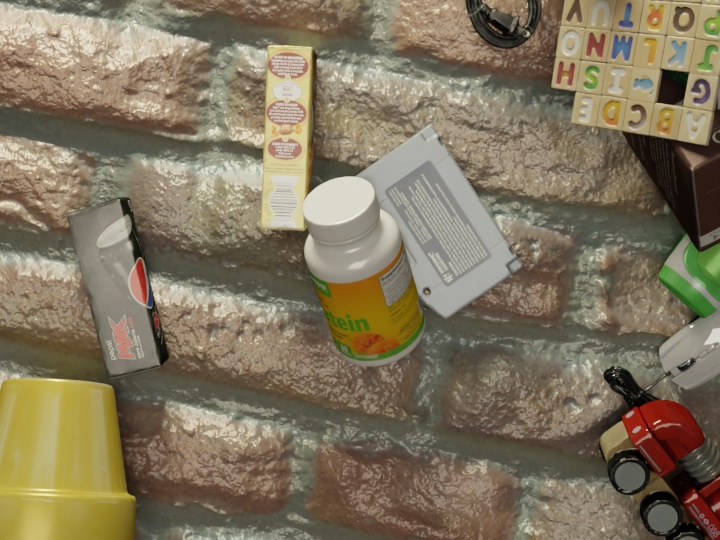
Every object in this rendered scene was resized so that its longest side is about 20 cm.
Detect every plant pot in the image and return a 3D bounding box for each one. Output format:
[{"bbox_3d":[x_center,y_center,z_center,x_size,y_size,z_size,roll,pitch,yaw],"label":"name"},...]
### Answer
[{"bbox_3d":[-0.354,0.225,1.417,0.198,0.201,0.192,1,79,0],"label":"plant pot"}]

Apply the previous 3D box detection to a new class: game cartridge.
[{"bbox_3d":[0.084,-0.052,1.456,0.132,0.042,0.201,-33,94,8],"label":"game cartridge"}]

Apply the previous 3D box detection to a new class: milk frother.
[{"bbox_3d":[0.208,-0.347,1.346,0.178,0.188,0.203,13,92,8],"label":"milk frother"}]

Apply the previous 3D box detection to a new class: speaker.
[{"bbox_3d":[0.437,-0.043,1.428,0.088,0.088,0.200,41,94,-3],"label":"speaker"}]

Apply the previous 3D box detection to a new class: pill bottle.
[{"bbox_3d":[0.000,0.000,1.380,0.110,0.112,0.201,-17,128,2],"label":"pill bottle"}]

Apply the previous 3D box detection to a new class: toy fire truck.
[{"bbox_3d":[0.398,0.220,1.412,0.199,0.129,0.177,-38,100,11],"label":"toy fire truck"}]

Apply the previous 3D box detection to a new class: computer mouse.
[{"bbox_3d":[0.394,0.099,1.462,0.200,0.044,0.110,-42,93,4],"label":"computer mouse"}]

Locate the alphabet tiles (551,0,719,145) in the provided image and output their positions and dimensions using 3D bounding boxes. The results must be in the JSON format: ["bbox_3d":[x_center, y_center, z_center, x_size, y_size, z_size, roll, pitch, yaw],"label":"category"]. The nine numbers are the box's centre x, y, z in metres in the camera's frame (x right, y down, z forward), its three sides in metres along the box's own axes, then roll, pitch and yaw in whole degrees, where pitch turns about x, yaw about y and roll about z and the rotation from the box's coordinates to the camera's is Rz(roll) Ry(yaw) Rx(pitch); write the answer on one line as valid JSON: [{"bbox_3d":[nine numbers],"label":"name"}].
[{"bbox_3d":[0.283,-0.226,1.266,0.199,0.007,0.169,17,103,43],"label":"alphabet tiles"}]

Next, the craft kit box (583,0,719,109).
[{"bbox_3d":[0.369,-0.291,1.291,0.197,0.049,0.200,-41,56,-4],"label":"craft kit box"}]

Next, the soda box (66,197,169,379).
[{"bbox_3d":[-0.283,0.020,1.451,0.070,0.063,0.203,-13,96,2],"label":"soda box"}]

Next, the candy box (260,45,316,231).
[{"bbox_3d":[-0.081,-0.149,1.407,0.055,0.115,0.203,3,96,-1],"label":"candy box"}]

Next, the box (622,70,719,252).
[{"bbox_3d":[0.387,-0.167,1.336,0.164,0.165,0.201,-26,55,2],"label":"box"}]
